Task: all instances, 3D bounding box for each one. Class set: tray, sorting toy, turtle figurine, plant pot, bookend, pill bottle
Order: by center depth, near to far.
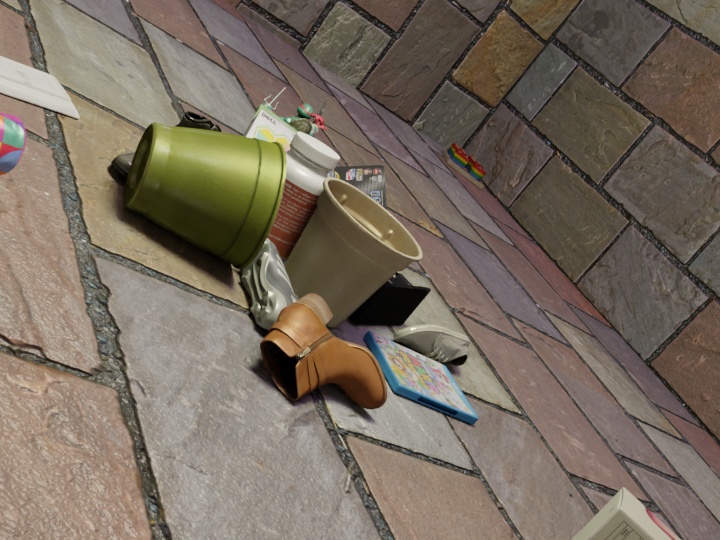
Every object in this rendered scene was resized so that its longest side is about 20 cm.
[{"bbox_3d":[-0.238,-0.126,1.328,0.192,0.201,0.201,18,24,-24],"label":"plant pot"},{"bbox_3d":[-0.531,-0.299,1.395,0.108,0.022,0.199,50,19,28],"label":"tray"},{"bbox_3d":[-0.032,-0.016,1.459,0.200,0.184,0.201,35,17,-12],"label":"plant pot"},{"bbox_3d":[-0.119,-0.124,1.504,0.112,0.201,0.112,30,15,-9],"label":"pill bottle"},{"bbox_3d":[0.000,0.000,1.647,0.199,0.092,0.200,46,17,23],"label":"bookend"},{"bbox_3d":[-0.154,-0.295,1.892,0.149,0.200,0.101,29,19,-32],"label":"turtle figurine"},{"bbox_3d":[0.461,-0.463,3.914,0.198,0.070,0.200,35,17,-15],"label":"sorting toy"}]

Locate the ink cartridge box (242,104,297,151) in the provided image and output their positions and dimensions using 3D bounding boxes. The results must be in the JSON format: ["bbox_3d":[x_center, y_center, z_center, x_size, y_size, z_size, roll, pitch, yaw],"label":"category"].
[{"bbox_3d":[-0.180,-0.242,1.760,0.103,0.059,0.201,34,55,-16],"label":"ink cartridge box"}]

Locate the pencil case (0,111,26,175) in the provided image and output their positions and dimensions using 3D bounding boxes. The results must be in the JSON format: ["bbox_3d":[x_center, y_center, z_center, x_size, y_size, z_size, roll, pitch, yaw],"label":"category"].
[{"bbox_3d":[-0.492,-0.168,1.039,0.199,0.089,0.089,15,28,-50],"label":"pencil case"}]

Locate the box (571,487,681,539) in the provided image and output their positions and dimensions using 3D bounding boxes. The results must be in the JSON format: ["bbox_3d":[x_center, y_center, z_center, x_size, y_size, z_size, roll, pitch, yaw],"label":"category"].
[{"bbox_3d":[0.421,0.447,1.333,0.200,0.128,0.109,43,16,12],"label":"box"}]

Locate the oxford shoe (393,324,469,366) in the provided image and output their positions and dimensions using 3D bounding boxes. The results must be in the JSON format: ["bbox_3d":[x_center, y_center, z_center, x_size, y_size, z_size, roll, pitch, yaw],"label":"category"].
[{"bbox_3d":[0.136,0.138,1.643,0.199,0.075,0.058,19,62,-47],"label":"oxford shoe"}]

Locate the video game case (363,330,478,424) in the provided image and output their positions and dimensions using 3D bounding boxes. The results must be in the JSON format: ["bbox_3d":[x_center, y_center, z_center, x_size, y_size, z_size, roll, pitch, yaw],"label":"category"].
[{"bbox_3d":[0.104,0.182,1.527,0.199,0.018,0.143,27,20,-37],"label":"video game case"}]

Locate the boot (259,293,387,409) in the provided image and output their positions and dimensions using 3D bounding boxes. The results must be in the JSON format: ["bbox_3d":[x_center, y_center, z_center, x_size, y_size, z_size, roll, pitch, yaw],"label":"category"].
[{"bbox_3d":[-0.049,0.136,1.224,0.201,0.076,0.155,59,27,-9],"label":"boot"}]

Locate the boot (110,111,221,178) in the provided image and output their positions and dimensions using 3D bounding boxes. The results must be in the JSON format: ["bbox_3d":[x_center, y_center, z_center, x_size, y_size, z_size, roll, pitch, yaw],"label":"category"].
[{"bbox_3d":[-0.307,-0.202,1.436,0.068,0.131,0.200,41,16,10],"label":"boot"}]

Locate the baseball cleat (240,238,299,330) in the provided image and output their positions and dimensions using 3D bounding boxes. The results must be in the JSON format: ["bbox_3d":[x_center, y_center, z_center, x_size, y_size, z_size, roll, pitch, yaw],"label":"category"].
[{"bbox_3d":[-0.126,0.034,1.354,0.106,0.070,0.201,37,25,-32],"label":"baseball cleat"}]

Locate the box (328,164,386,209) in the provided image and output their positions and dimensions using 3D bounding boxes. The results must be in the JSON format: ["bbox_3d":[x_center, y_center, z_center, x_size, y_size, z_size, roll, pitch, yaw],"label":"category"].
[{"bbox_3d":[-0.028,-0.132,1.772,0.159,0.045,0.201,-1,42,1],"label":"box"}]
